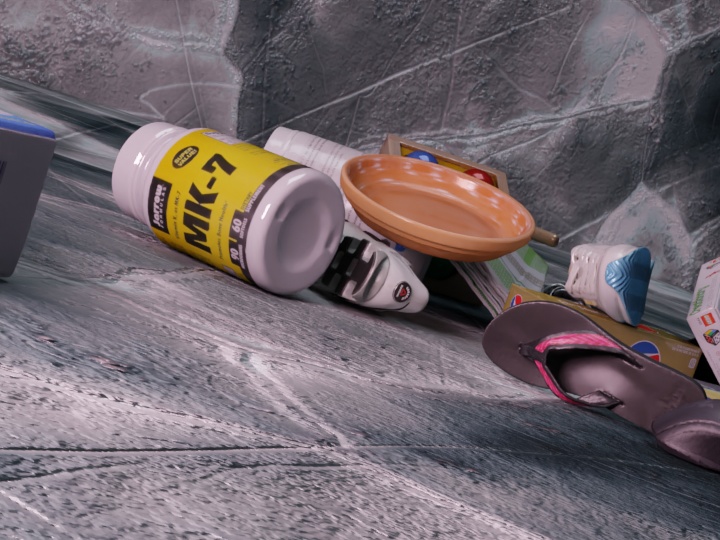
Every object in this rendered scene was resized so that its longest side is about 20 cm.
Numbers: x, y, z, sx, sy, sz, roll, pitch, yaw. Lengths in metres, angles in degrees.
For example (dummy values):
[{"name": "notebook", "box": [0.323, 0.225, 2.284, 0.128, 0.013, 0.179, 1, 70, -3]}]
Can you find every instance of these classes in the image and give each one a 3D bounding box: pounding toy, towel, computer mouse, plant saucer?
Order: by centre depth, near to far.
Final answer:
[{"name": "computer mouse", "box": [0.341, 0.134, 1.399, 0.200, 0.046, 0.140, 22, 23, 21]}, {"name": "plant saucer", "box": [0.073, -0.059, 1.732, 0.200, 0.037, 0.200, 16, 21, -6]}, {"name": "towel", "box": [0.145, -0.018, 1.852, 0.149, 0.031, 0.200, 52, 22, -9]}, {"name": "pounding toy", "box": [0.109, -0.060, 2.040, 0.184, 0.142, 0.200, 18, 31, -13]}]

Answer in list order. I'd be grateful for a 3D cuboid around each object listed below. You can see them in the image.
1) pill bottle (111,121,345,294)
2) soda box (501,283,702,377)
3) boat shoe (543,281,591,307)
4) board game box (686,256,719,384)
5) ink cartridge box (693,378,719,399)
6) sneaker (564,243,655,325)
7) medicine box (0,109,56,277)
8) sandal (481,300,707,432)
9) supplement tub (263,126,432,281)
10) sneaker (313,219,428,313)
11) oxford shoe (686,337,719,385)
[{"name": "pill bottle", "box": [-0.121, -0.061, 1.563, 0.200, 0.114, 0.114, 22, 6, 37]}, {"name": "soda box", "box": [0.231, 0.073, 1.708, 0.200, 0.064, 0.068, 16, 7, -29]}, {"name": "boat shoe", "box": [0.221, 0.047, 1.908, 0.074, 0.068, 0.199, 20, 5, 8]}, {"name": "board game box", "box": [0.384, 0.069, 1.799, 0.035, 0.126, 0.200, -25, 7, 20]}, {"name": "ink cartridge box", "box": [0.328, 0.134, 1.554, 0.200, 0.047, 0.198, 18, 6, -38]}, {"name": "sneaker", "box": [0.239, 0.010, 1.700, 0.081, 0.077, 0.200, 12, -2, 11]}, {"name": "medicine box", "box": [-0.325, -0.077, 1.071, 0.200, 0.103, 0.182, 22, 6, 21]}, {"name": "sandal", "box": [0.193, 0.083, 1.466, 0.200, 0.075, 0.045, 24, 18, 18]}, {"name": "supplement tub", "box": [-0.014, -0.064, 1.875, 0.200, 0.132, 0.132, 20, 5, 6]}, {"name": "sneaker", "box": [0.000, 0.000, 1.660, 0.088, 0.074, 0.200, 27, 7, -28]}, {"name": "oxford shoe", "box": [0.378, 0.110, 1.921, 0.084, 0.073, 0.200, 2, -7, 35]}]
